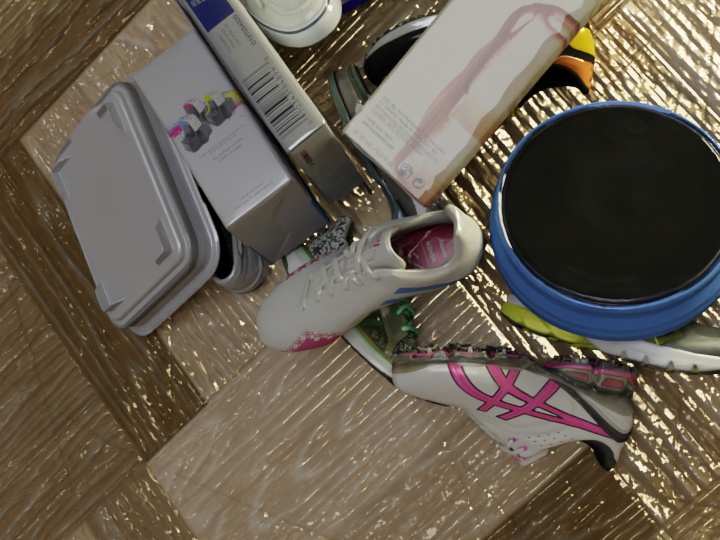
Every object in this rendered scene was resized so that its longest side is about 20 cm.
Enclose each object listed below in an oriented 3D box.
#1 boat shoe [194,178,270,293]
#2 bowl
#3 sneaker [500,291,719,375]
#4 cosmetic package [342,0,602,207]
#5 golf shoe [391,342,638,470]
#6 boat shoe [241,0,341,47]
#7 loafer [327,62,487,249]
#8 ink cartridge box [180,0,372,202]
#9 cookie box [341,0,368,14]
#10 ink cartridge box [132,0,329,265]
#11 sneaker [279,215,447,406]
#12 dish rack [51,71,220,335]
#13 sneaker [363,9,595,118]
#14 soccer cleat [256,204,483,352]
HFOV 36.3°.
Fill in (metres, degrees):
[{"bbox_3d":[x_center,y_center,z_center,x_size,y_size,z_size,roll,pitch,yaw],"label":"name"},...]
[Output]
[{"bbox_3d":[-0.141,-0.076,0.986,0.073,0.065,0.202,-32,75,13],"label":"boat shoe"},{"bbox_3d":[0.196,-0.045,0.844,0.196,0.040,0.204,-5,60,9],"label":"bowl"},{"bbox_3d":[0.208,0.027,0.856,0.196,0.074,0.086,14,89,19],"label":"sneaker"},{"bbox_3d":[0.085,-0.152,0.835,0.087,0.103,0.201,41,99,4],"label":"cosmetic package"},{"bbox_3d":[0.119,0.105,0.854,0.196,0.073,0.094,8,88,-3],"label":"golf shoe"},{"bbox_3d":[-0.085,-0.265,0.891,0.074,0.086,0.203,-35,53,6],"label":"boat shoe"},{"bbox_3d":[0.041,-0.090,0.927,0.062,0.072,0.203,-28,86,14],"label":"loafer"},{"bbox_3d":[-0.075,-0.152,0.899,0.043,0.200,0.198,-36,74,1],"label":"ink cartridge box"},{"bbox_3d":[0.003,-0.344,0.923,0.170,0.074,0.204,-12,80,50],"label":"cookie box"},{"bbox_3d":[-0.115,-0.115,0.907,0.067,0.115,0.202,-34,70,3],"label":"ink cartridge box"},{"bbox_3d":[0.020,0.029,0.924,0.089,0.077,0.200,-45,75,0],"label":"sneaker"},{"bbox_3d":[-0.213,-0.056,0.983,0.171,0.043,0.203,-37,71,42],"label":"dish rack"},{"bbox_3d":[0.098,-0.167,0.914,0.196,0.070,0.092,-11,78,15],"label":"sneaker"},{"bbox_3d":[0.000,0.000,0.856,0.197,0.086,0.071,-24,68,7],"label":"soccer cleat"}]
